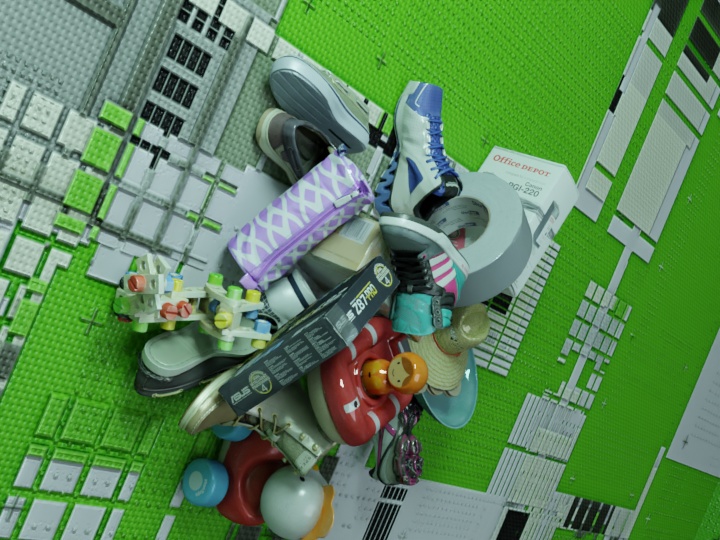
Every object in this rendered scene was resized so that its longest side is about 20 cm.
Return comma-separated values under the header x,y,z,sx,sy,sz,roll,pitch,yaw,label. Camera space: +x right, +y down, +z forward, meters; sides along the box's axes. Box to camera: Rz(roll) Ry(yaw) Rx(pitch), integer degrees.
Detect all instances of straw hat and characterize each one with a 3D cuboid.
x,y,z,sx,sy,sz,roll,pitch,yaw,label
0.147,0.081,1.597,0.200,0.084,0.204,28,55,-49,straw hat

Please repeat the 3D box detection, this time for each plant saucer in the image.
x,y,z,sx,sy,sz,roll,pitch,yaw,label
0.121,0.150,1.673,0.199,0.036,0.203,29,54,-49,plant saucer

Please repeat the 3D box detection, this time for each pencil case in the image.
x,y,z,sx,sy,sz,roll,pitch,yaw,label
-0.071,-0.059,1.308,0.199,0.086,0.084,-40,128,8,pencil case

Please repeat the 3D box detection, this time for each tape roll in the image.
x,y,z,sx,sy,sz,roll,pitch,yaw,label
0.144,-0.046,1.529,0.201,0.199,0.067,-50,137,-20,tape roll

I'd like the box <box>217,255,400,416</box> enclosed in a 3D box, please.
x,y,z,sx,sy,sz,roll,pitch,yaw,label
-0.059,0.078,1.259,0.049,0.199,0.161,50,36,-7,box

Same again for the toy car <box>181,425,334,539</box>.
x,y,z,sx,sy,sz,roll,pitch,yaw,label
-0.094,0.275,1.405,0.184,0.198,0.179,25,88,-52,toy car

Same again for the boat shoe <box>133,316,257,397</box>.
x,y,z,sx,sy,sz,roll,pitch,yaw,label
-0.197,0.104,1.311,0.200,0.072,0.061,-13,141,-52,boat shoe

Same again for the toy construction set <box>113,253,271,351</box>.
x,y,z,sx,sy,sz,roll,pitch,yaw,label
-0.204,0.040,1.216,0.199,0.130,0.093,24,89,-52,toy construction set

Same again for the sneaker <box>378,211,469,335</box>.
x,y,z,sx,sy,sz,roll,pitch,yaw,label
0.066,0.016,1.319,0.200,0.083,0.122,39,64,-52,sneaker

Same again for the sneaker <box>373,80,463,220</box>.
x,y,z,sx,sy,sz,roll,pitch,yaw,label
0.099,-0.154,1.492,0.080,0.114,0.203,2,106,-50,sneaker

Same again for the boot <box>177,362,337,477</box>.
x,y,z,sx,sy,sz,roll,pitch,yaw,label
-0.117,0.192,1.319,0.199,0.155,0.072,-25,160,-53,boot

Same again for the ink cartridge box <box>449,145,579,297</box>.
x,y,z,sx,sy,sz,roll,pitch,yaw,label
0.225,-0.080,1.652,0.201,0.145,0.085,-54,138,-16,ink cartridge box

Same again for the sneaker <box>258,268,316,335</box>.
x,y,z,sx,sy,sz,roll,pitch,yaw,label
-0.084,0.078,1.437,0.080,0.077,0.201,-31,139,-5,sneaker

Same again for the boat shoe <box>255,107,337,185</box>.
x,y,z,sx,sy,sz,roll,pitch,yaw,label
-0.056,-0.137,1.358,0.073,0.064,0.200,-60,141,-10,boat shoe

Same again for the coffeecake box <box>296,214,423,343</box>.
x,y,z,sx,sy,sz,roll,pitch,yaw,label
0.000,0.000,1.418,0.074,0.152,0.200,-58,141,-14,coffeecake box

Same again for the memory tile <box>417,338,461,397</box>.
x,y,z,sx,sy,sz,roll,pitch,yaw,label
0.100,0.090,1.615,0.152,0.017,0.204,12,68,-55,memory tile

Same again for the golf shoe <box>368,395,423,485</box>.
x,y,z,sx,sy,sz,roll,pitch,yaw,label
0.049,0.229,1.653,0.072,0.091,0.204,22,67,-51,golf shoe

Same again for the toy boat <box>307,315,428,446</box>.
x,y,z,sx,sy,sz,roll,pitch,yaw,label
0.026,0.134,1.331,0.199,0.129,0.132,-32,105,-53,toy boat

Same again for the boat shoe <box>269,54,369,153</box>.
x,y,z,sx,sy,sz,roll,pitch,yaw,label
-0.050,-0.218,1.338,0.200,0.071,0.063,41,51,-54,boat shoe
